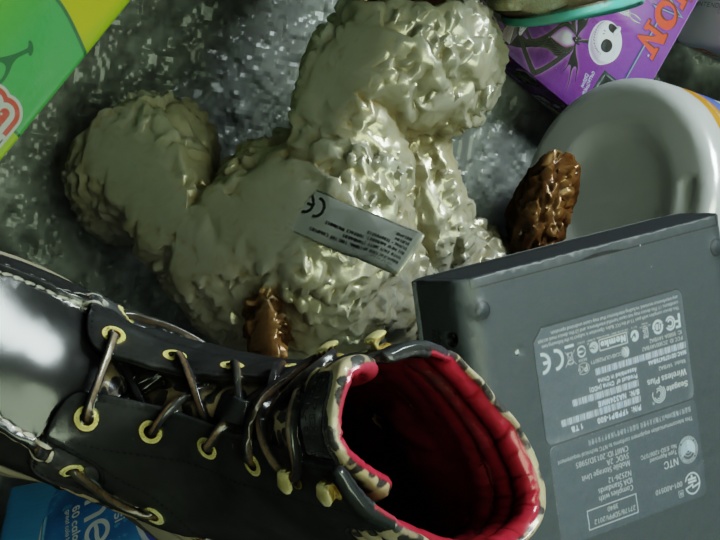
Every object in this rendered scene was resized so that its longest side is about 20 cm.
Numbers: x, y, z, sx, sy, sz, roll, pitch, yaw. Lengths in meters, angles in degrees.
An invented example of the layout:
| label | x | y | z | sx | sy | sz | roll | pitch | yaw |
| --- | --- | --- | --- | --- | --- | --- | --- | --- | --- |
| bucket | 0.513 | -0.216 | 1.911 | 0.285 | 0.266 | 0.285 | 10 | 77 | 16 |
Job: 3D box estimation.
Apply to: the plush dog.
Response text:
| label | x | y | z | sx | sy | sz | roll | pitch | yaw |
| --- | --- | --- | --- | --- | --- | --- | --- | --- | --- |
| plush dog | 0.000 | 0.000 | 0.905 | 0.171 | 0.199 | 0.162 | 27 | 47 | -54 |

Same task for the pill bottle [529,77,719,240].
| label | x | y | z | sx | sy | sz | roll | pitch | yaw |
| --- | --- | --- | --- | --- | --- | --- | --- | --- | --- |
| pill bottle | 0.177 | -0.017 | 1.046 | 0.199 | 0.112 | 0.113 | 12 | 92 | -44 |

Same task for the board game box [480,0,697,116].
| label | x | y | z | sx | sy | sz | roll | pitch | yaw |
| --- | --- | --- | --- | --- | --- | --- | --- | --- | --- |
| board game box | 0.123 | -0.174 | 1.046 | 0.120 | 0.032 | 0.201 | 36 | 79 | -35 |

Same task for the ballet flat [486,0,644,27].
| label | x | y | z | sx | sy | sz | roll | pitch | yaw |
| --- | --- | --- | --- | --- | --- | --- | --- | --- | --- |
| ballet flat | 0.085 | -0.134 | 0.924 | 0.067 | 0.200 | 0.063 | -10 | 95 | 10 |

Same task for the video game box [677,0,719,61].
| label | x | y | z | sx | sy | sz | roll | pitch | yaw |
| --- | --- | --- | --- | --- | --- | --- | --- | --- | --- |
| video game box | 0.280 | -0.088 | 1.066 | 0.199 | 0.182 | 0.047 | 20 | 92 | -32 |

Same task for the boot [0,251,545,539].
| label | x | y | z | sx | sy | sz | roll | pitch | yaw |
| --- | --- | --- | --- | --- | --- | --- | --- | --- | --- |
| boot | -0.048 | 0.045 | 0.724 | 0.200 | 0.150 | 0.074 | 38 | 61 | -33 |

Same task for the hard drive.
| label | x | y | z | sx | sy | sz | roll | pitch | yaw |
| --- | --- | --- | --- | --- | --- | --- | --- | --- | --- |
| hard drive | 0.092 | 0.089 | 0.843 | 0.139 | 0.033 | 0.202 | -13 | 98 | -38 |

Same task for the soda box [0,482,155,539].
| label | x | y | z | sx | sy | sz | roll | pitch | yaw |
| --- | --- | --- | --- | --- | --- | --- | --- | --- | --- |
| soda box | -0.046 | 0.112 | 0.882 | 0.068 | 0.198 | 0.065 | 49 | 37 | -44 |

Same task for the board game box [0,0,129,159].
| label | x | y | z | sx | sy | sz | roll | pitch | yaw |
| --- | --- | --- | --- | --- | --- | --- | --- | --- | --- |
| board game box | -0.128 | -0.148 | 0.883 | 0.102 | 0.047 | 0.201 | 45 | 75 | -29 |
